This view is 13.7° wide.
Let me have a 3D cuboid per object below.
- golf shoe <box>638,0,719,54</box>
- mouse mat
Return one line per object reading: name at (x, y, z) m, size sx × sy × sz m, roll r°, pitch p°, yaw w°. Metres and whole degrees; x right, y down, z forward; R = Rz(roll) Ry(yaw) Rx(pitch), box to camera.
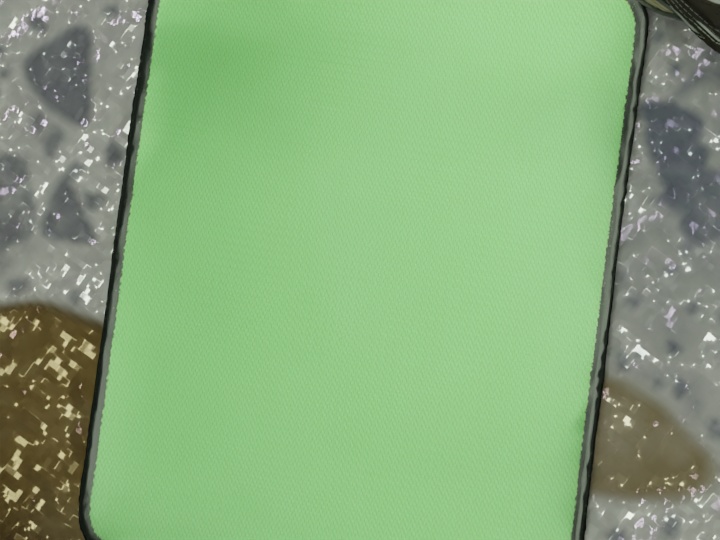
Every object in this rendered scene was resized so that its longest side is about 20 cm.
golf shoe at (0.141, -0.075, 0.870) m, size 0.200 × 0.094 × 0.078 m, roll 33°, pitch 89°, yaw 7°
mouse mat at (0.000, 0.000, 0.934) m, size 0.160 × 0.008 × 0.201 m, roll 7°, pitch 86°, yaw 10°
